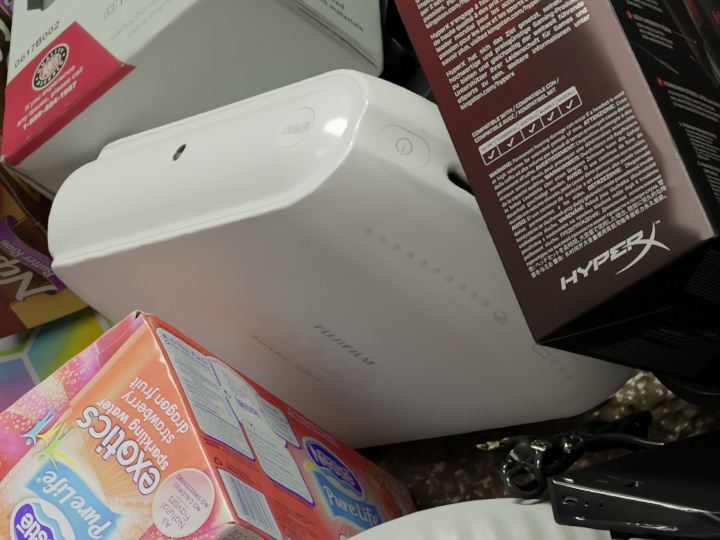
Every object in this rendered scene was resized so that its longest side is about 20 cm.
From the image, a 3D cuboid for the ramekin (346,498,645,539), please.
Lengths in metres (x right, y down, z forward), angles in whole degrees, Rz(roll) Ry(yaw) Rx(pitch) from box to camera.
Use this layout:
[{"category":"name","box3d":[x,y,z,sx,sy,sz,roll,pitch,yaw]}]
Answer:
[{"category":"ramekin","box3d":[0.042,0.168,0.940,0.200,0.200,0.105,-31,46,16]}]

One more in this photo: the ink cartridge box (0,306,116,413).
[{"category":"ink cartridge box","box3d":[-0.106,0.059,1.166,0.199,0.059,0.104,-2,66,31]}]

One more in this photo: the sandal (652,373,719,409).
[{"category":"sandal","box3d":[0.152,-0.040,1.036,0.075,0.045,0.200,13,64,26]}]

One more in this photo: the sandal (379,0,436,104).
[{"category":"sandal","box3d":[0.006,-0.117,1.144,0.076,0.043,0.200,-43,33,26]}]

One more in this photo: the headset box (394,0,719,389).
[{"category":"headset box","box3d":[0.086,-0.069,0.950,0.075,0.148,0.201,-31,68,24]}]

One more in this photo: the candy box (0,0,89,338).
[{"category":"candy box","box3d":[-0.154,-0.082,1.188,0.056,0.117,0.200,-19,39,20]}]

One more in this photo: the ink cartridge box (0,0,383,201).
[{"category":"ink cartridge box","box3d":[-0.071,-0.131,1.138,0.147,0.086,0.200,-37,39,30]}]

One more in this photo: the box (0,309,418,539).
[{"category":"box","box3d":[-0.046,0.110,1.014,0.095,0.200,0.103,-35,54,13]}]

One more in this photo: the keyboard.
[{"category":"keyboard","box3d":[0.122,0.068,0.940,0.127,0.200,0.021,9,98,33]}]

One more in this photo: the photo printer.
[{"category":"photo printer","box3d":[0.000,0.000,1.026,0.200,0.166,0.070,-12,50,50]}]
